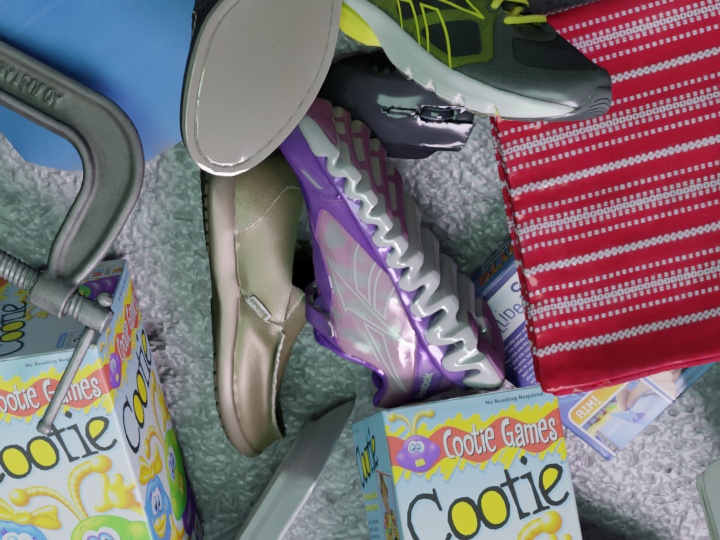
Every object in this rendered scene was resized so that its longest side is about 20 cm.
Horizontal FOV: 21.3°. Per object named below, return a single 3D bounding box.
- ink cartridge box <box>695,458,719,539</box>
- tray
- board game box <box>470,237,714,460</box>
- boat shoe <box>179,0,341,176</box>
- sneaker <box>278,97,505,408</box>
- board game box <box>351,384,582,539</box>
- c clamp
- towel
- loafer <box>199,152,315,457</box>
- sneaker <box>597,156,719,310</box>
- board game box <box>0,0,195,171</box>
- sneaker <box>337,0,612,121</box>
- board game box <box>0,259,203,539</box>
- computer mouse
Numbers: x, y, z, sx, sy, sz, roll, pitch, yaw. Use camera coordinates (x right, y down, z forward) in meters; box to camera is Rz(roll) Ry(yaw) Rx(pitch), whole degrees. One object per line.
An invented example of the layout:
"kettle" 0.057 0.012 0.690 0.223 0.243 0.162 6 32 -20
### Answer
"ink cartridge box" 0.292 0.161 1.099 0.144 0.084 0.200 -22 147 17
"tray" -0.068 0.171 1.176 0.022 0.108 0.201 30 116 -2
"board game box" 0.162 0.001 1.104 0.135 0.035 0.200 38 114 -14
"boat shoe" -0.050 -0.147 0.993 0.072 0.063 0.202 17 92 -28
"sneaker" 0.000 0.000 1.052 0.088 0.081 0.201 -26 115 17
"board game box" 0.068 0.174 1.084 0.102 0.105 0.202 -8 83 -11
"c clamp" -0.206 -0.037 1.039 0.199 0.027 0.172 34 93 6
"towel" 0.141 -0.044 1.000 0.143 0.022 0.202 -11 88 21
"loafer" -0.054 0.020 1.110 0.067 0.076 0.202 -4 121 -2
"sneaker" 0.197 -0.047 1.028 0.199 0.076 0.088 -27 95 14
"board game box" -0.161 -0.153 1.053 0.157 0.039 0.200 -31 106 25
"sneaker" 0.048 -0.140 0.979 0.199 0.074 0.085 31 112 29
"board game box" -0.171 0.112 1.145 0.102 0.105 0.202 -9 118 8
"computer mouse" 0.070 -0.082 1.050 0.198 0.034 0.059 8 108 12
